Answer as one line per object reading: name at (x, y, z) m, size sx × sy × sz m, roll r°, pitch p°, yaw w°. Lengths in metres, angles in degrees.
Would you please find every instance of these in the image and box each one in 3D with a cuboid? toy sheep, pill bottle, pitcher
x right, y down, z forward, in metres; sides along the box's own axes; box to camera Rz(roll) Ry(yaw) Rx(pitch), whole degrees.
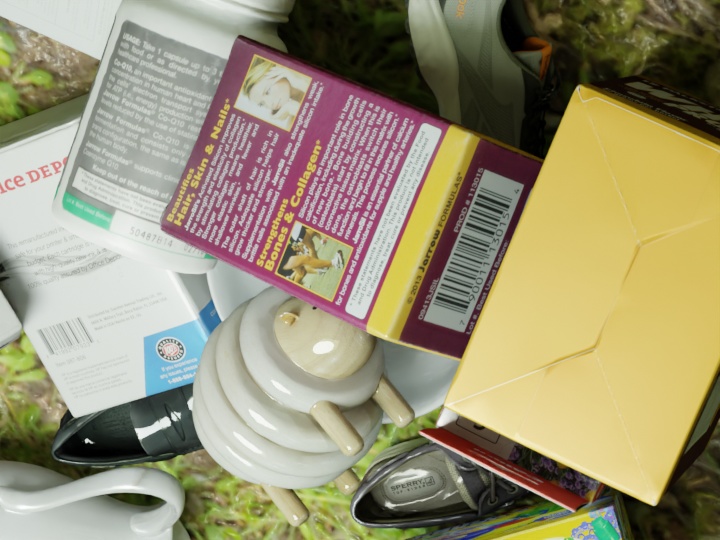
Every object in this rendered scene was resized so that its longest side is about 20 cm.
toy sheep at (-0.044, 0.082, 1.616) m, size 0.138 × 0.138 × 0.200 m, roll 39°, pitch 134°, yaw 2°
pill bottle at (-0.112, -0.109, 1.590) m, size 0.113 × 0.113 × 0.201 m, roll 22°, pitch 99°, yaw 14°
pitcher at (-0.223, 0.187, 1.818) m, size 0.199 × 0.122 × 0.172 m, roll 5°, pitch 141°, yaw -1°

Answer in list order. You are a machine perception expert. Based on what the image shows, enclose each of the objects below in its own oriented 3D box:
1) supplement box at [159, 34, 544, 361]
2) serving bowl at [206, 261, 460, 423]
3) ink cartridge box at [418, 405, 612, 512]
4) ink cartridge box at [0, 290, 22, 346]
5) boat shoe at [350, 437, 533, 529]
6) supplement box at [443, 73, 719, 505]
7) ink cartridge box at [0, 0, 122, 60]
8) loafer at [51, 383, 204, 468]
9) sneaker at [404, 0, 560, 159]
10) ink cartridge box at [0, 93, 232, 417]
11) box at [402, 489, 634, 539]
supplement box at (-0.002, -0.042, 1.500) m, size 0.200 × 0.103 × 0.131 m, roll 27°, pitch 96°, yaw 38°
serving bowl at (0.000, 0.000, 1.665) m, size 0.200 × 0.066 × 0.201 m, roll 13°, pitch 122°, yaw 21°
ink cartridge box at (0.109, 0.096, 1.555) m, size 0.109 × 0.200 × 0.050 m, roll 26°, pitch 95°, yaw 11°
ink cartridge box at (-0.295, 0.013, 1.776) m, size 0.116 × 0.067 × 0.200 m, roll 59°, pitch 171°, yaw -2°
boat shoe at (0.080, 0.134, 1.701) m, size 0.200 × 0.065 × 0.072 m, roll -19°, pitch 104°, yaw 30°
supplement box at (0.166, 0.003, 1.458) m, size 0.132 × 0.200 × 0.198 m, roll 25°, pitch 102°, yaw 12°
ink cartridge box at (-0.220, -0.222, 1.651) m, size 0.200 × 0.059 × 0.104 m, roll 24°, pitch 126°, yaw 13°
loafer at (-0.133, 0.105, 1.793) m, size 0.200 × 0.070 × 0.068 m, roll -14°, pitch 111°, yaw 33°
sneaker at (0.089, -0.097, 1.560) m, size 0.079 × 0.074 × 0.201 m, roll -7°, pitch 114°, yaw 25°
ink cartridge box at (-0.174, -0.016, 1.733) m, size 0.144 × 0.084 × 0.200 m, roll -17°, pitch 109°, yaw 33°
box at (0.085, 0.225, 1.617) m, size 0.199 × 0.193 × 0.122 m, roll -16°, pitch 88°, yaw 6°
